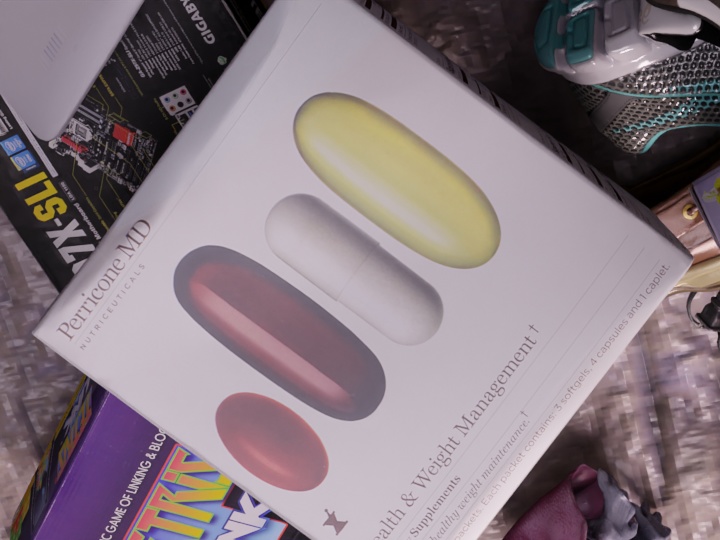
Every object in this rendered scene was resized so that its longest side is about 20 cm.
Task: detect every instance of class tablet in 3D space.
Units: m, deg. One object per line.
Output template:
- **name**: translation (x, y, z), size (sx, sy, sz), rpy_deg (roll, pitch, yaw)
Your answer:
- **tablet**: translation (-0.128, -0.170, 0.957), size (0.130, 0.014, 0.200), rpy_deg (50, 123, 21)

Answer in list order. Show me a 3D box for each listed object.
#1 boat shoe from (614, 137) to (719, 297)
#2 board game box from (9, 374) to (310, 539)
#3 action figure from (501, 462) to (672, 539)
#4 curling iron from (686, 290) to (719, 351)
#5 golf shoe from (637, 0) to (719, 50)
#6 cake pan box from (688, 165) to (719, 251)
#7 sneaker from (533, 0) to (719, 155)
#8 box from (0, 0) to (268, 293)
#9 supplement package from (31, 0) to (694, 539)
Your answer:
- **boat shoe**: translation (0.119, -0.014, 1.048), size (0.199, 0.072, 0.068), rpy_deg (-22, 110, 11)
- **board game box**: translation (-0.073, 0.108, 1.112), size (0.164, 0.057, 0.200), rpy_deg (15, 131, -17)
- **action figure**: translation (0.075, 0.192, 1.134), size (0.200, 0.149, 0.134), rpy_deg (-36, 117, 9)
- **curling iron**: translation (0.194, 0.074, 1.108), size (0.049, 0.026, 0.201), rpy_deg (-25, 129, -19)
- **golf shoe**: translation (0.139, -0.148, 0.912), size (0.094, 0.078, 0.201), rpy_deg (-37, 72, 11)
- **cake pan box**: translation (0.265, -0.028, 0.974), size (0.184, 0.053, 0.200), rpy_deg (-29, 145, 16)
- **sneaker**: translation (0.184, -0.111, 0.990), size (0.199, 0.078, 0.091), rpy_deg (-15, 134, 18)
- **box**: translation (-0.096, -0.055, 1.059), size (0.159, 0.049, 0.201), rpy_deg (-22, 115, 21)
- **supplement package**: translation (0.000, 0.000, 0.940), size (0.200, 0.147, 0.192), rpy_deg (36, 97, -6)
